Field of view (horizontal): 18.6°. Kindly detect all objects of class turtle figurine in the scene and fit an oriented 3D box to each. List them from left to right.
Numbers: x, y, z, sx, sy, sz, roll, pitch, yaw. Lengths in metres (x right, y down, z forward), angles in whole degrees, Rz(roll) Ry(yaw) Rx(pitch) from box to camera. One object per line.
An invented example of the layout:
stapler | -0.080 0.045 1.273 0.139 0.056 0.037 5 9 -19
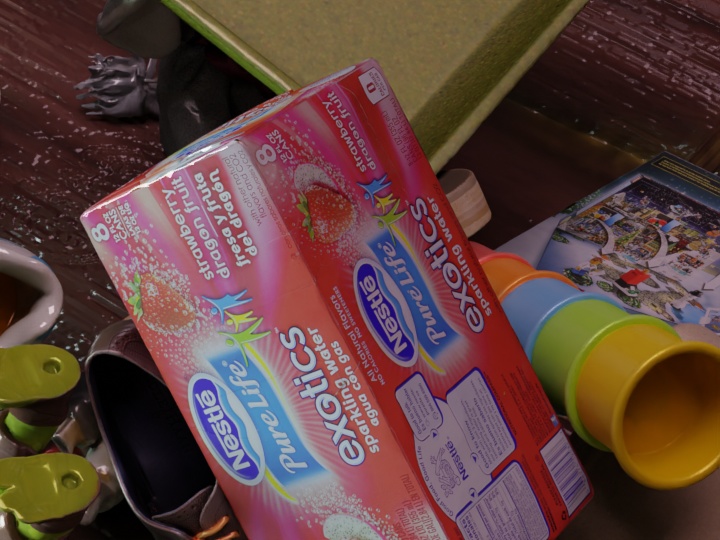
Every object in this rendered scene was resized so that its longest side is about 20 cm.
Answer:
turtle figurine | -0.146 0.117 0.889 0.064 0.162 0.201 14 48 -14

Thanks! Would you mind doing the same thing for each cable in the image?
cable | -0.102 0.053 1.021 0.097 0.050 0.200 -21 16 32

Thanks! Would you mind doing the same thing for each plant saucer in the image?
plant saucer | -0.004 -0.144 0.978 0.200 0.048 0.200 38 57 6

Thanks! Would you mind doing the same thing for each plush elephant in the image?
plush elephant | -0.051 -0.122 1.103 0.199 0.155 0.165 16 47 12

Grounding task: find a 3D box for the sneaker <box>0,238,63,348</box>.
sneaker | -0.220 0.018 0.902 0.199 0.077 0.081 -12 7 -34

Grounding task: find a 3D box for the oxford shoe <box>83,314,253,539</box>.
oxford shoe | -0.056 0.111 0.887 0.071 0.073 0.201 -33 88 15

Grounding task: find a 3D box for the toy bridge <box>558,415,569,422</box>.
toy bridge | 0.042 0.048 1.012 0.199 0.027 0.067 12 7 27

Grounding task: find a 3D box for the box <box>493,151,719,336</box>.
box | 0.164 0.020 1.026 0.136 0.038 0.200 -28 38 -27

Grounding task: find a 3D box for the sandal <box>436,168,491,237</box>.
sandal | -0.005 0.003 0.973 0.077 0.070 0.211 -30 13 -26

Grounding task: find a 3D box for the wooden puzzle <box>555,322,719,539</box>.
wooden puzzle | 0.131 0.148 0.890 0.200 0.037 0.185 -47 59 2

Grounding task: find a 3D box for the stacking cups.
stacking cups | 0.087 0.028 0.920 0.060 0.061 0.200 -15 21 -17

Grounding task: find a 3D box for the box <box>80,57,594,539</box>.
box | -0.007 0.034 0.851 0.095 0.201 0.100 -21 10 38
